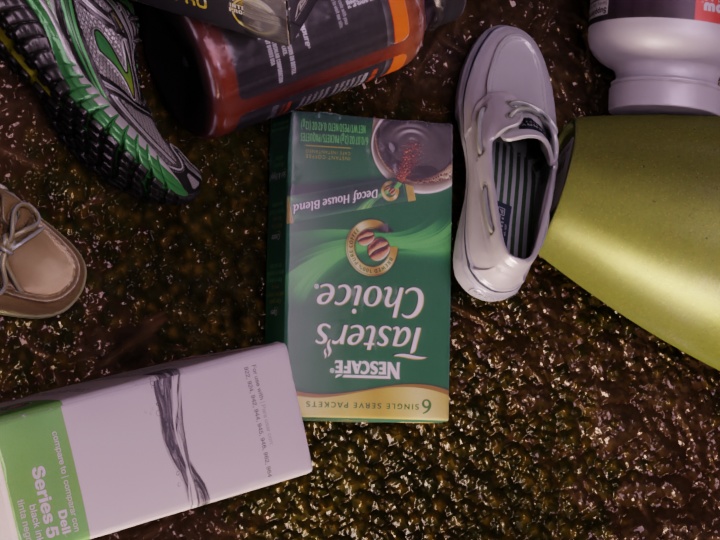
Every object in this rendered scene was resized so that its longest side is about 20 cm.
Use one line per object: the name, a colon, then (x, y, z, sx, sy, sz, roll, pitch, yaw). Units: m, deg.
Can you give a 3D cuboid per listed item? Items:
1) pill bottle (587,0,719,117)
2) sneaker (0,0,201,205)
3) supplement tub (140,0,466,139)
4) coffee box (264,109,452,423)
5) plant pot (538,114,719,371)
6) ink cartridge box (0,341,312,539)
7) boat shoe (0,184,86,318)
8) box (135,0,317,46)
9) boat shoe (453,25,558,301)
pill bottle: (0.214, -0.205, 1.663, 0.112, 0.112, 0.201, 6, 84, -22)
sneaker: (-0.159, -0.126, 1.519, 0.085, 0.078, 0.200, -39, 101, -21)
supplement tub: (-0.032, -0.162, 1.560, 0.199, 0.107, 0.107, -22, 95, -23)
coffee box: (0.000, 0.000, 1.597, 0.122, 0.044, 0.201, 4, 85, -23)
plant pot: (0.222, -0.029, 1.637, 0.199, 0.187, 0.188, 17, 80, -6)
ink cartridge box: (-0.151, 0.108, 1.457, 0.199, 0.145, 0.084, -13, 91, -31)
boat shoe: (-0.253, -0.032, 1.481, 0.200, 0.063, 0.073, 34, 75, -18)
box: (-0.076, -0.240, 1.507, 0.161, 0.049, 0.200, 20, 56, 14)
boat shoe: (0.106, -0.079, 1.610, 0.073, 0.067, 0.201, 12, 65, -22)
